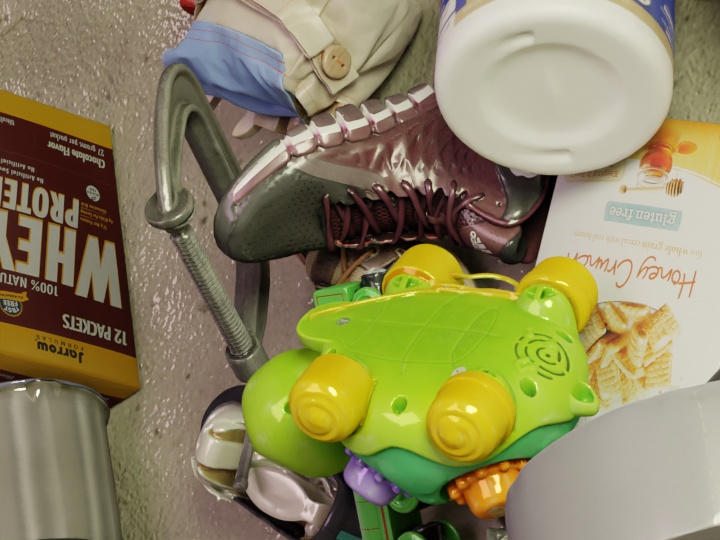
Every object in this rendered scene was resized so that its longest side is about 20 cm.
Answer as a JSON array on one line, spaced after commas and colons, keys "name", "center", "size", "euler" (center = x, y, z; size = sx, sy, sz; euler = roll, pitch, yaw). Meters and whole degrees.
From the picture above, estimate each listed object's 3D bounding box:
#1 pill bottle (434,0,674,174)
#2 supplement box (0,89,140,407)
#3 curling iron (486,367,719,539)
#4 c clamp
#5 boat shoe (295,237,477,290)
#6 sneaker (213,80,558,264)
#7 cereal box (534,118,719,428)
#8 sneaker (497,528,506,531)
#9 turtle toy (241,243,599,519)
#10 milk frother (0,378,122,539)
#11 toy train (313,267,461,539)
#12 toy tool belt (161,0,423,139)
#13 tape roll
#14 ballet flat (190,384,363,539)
[{"name": "pill bottle", "center": [0.103, -0.159, 1.303], "size": [0.120, 0.120, 0.200], "euler": [-34, 35, 36]}, {"name": "supplement box", "center": [-0.266, 0.015, 1.667], "size": [0.197, 0.133, 0.200], "euler": [-32, 55, 37]}, {"name": "curling iron", "center": [0.133, 0.095, 1.207], "size": [0.200, 0.050, 0.026], "euler": [-44, 23, 16]}, {"name": "c clamp", "center": [-0.078, -0.008, 1.387], "size": [0.027, 0.200, 0.171], "euler": [-8, 42, 16]}, {"name": "boat shoe", "center": [0.000, 0.000, 1.413], "size": [0.200, 0.072, 0.072], "euler": [54, 131, 45]}, {"name": "sneaker", "center": [0.029, -0.035, 1.340], "size": [0.200, 0.076, 0.116], "euler": [-27, 56, -15]}, {"name": "cereal box", "center": [0.144, 0.023, 1.278], "size": [0.144, 0.039, 0.201], "euler": [10, 84, 49]}, {"name": "sneaker", "center": [0.035, 0.211, 1.297], "size": [0.200, 0.074, 0.081], "euler": [-38, 58, 15]}, {"name": "turtle toy", "center": [0.028, 0.063, 1.255], "size": [0.200, 0.146, 0.101], "euler": [5, 123, 29]}, {"name": "milk frother", "center": [-0.251, 0.183, 1.545], "size": [0.180, 0.200, 0.189], "euler": [-40, 50, 38]}, {"name": "toy train", "center": [0.014, 0.099, 1.348], "size": [0.056, 0.042, 0.201], "euler": [-8, 93, 38]}, {"name": "toy tool belt", "center": [-0.062, -0.129, 1.501], "size": [0.200, 0.125, 0.123], "euler": [15, 80, 50]}, {"name": "tape roll", "center": [0.164, 0.118, 1.100], "size": [0.200, 0.200, 0.066], "euler": [-34, 52, 36]}, {"name": "ballet flat", "center": [-0.052, 0.113, 1.445], "size": [0.200, 0.073, 0.073], "euler": [32, 101, 49]}]
